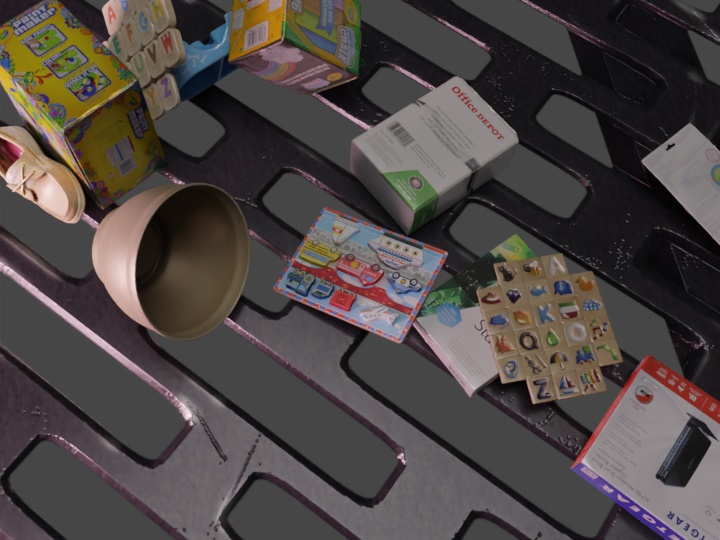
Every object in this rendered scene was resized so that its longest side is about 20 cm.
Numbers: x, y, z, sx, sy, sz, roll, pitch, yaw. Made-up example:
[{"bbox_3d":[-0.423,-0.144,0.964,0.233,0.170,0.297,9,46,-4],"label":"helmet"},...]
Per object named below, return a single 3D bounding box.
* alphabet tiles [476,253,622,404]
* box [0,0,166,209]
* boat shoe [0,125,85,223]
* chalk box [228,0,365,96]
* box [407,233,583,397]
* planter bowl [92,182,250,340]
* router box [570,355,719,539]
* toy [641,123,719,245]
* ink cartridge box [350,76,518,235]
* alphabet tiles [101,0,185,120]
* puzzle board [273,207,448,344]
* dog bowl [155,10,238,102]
[{"bbox_3d":[0.251,0.074,1.047,0.166,0.006,0.200,-9,67,-6],"label":"alphabet tiles"},{"bbox_3d":[-0.392,-0.227,1.087,0.122,0.200,0.193,-41,74,-18],"label":"box"},{"bbox_3d":[-0.467,-0.134,1.100,0.200,0.069,0.074,39,112,22],"label":"boat shoe"},{"bbox_3d":[-0.079,-0.346,1.164,0.124,0.200,0.124,-8,77,41],"label":"chalk box"},{"bbox_3d":[0.183,0.058,1.072,0.200,0.036,0.144,-33,71,-17],"label":"box"},{"bbox_3d":[-0.259,-0.021,1.019,0.135,0.200,0.200,11,62,33],"label":"planter bowl"},{"bbox_3d":[0.401,0.239,0.992,0.200,0.049,0.180,35,69,13],"label":"router box"},{"bbox_3d":[0.513,-0.109,1.157,0.115,0.047,0.200,-35,75,-20],"label":"toy"},{"bbox_3d":[0.107,-0.170,1.145,0.200,0.084,0.146,-33,71,-16],"label":"ink cartridge box"},{"bbox_3d":[-0.323,-0.314,1.139,0.015,0.200,0.196,-15,89,-46],"label":"alphabet tiles"},{"bbox_3d":[0.000,0.000,1.082,0.200,0.017,0.151,22,66,18],"label":"puzzle board"},{"bbox_3d":[-0.227,-0.325,1.193,0.200,0.111,0.050,-37,91,-18],"label":"dog bowl"}]
